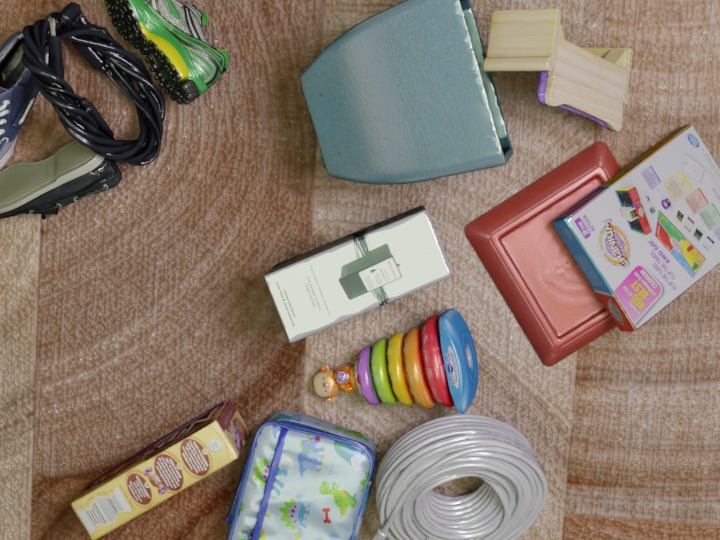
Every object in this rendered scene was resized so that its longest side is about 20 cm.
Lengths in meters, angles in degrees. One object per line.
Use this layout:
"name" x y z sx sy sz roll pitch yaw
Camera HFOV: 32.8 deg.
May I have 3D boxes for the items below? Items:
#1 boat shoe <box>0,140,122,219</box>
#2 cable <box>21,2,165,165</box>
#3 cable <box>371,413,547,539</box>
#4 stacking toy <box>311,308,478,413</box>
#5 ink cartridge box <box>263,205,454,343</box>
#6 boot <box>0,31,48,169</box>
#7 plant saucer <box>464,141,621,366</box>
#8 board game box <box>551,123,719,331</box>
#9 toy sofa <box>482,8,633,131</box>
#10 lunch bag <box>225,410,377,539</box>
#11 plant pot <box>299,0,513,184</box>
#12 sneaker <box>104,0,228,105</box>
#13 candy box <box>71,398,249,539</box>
"boat shoe" -0.367 -0.094 1.439 0.197 0.075 0.066 -24 136 16
"cable" -0.295 -0.205 1.383 0.050 0.163 0.201 -28 104 26
"cable" 0.115 0.256 1.428 0.197 0.070 0.202 6 125 -11
"stacking toy" 0.034 0.119 1.445 0.197 0.110 0.118 -11 92 15
"ink cartridge box" 0.000 0.000 1.401 0.198 0.147 0.084 -22 94 3
"boot" -0.424 -0.191 1.418 0.072 0.090 0.201 31 96 0
"plant saucer" 0.255 -0.017 1.446 0.198 0.037 0.201 -32 94 5
"board game box" 0.340 -0.050 1.407 0.199 0.040 0.154 -35 95 -14
"toy sofa" 0.218 -0.216 1.340 0.082 0.199 0.099 9 91 37
"lunch bag" -0.074 0.279 1.467 0.159 0.082 0.202 17 95 2
"plant pot" 0.047 -0.190 1.363 0.198 0.196 0.198 -17 96 12
"sneaker" -0.231 -0.290 1.421 0.085 0.078 0.201 -35 89 -26
"candy box" -0.233 0.234 1.447 0.199 0.117 0.057 -32 94 5
